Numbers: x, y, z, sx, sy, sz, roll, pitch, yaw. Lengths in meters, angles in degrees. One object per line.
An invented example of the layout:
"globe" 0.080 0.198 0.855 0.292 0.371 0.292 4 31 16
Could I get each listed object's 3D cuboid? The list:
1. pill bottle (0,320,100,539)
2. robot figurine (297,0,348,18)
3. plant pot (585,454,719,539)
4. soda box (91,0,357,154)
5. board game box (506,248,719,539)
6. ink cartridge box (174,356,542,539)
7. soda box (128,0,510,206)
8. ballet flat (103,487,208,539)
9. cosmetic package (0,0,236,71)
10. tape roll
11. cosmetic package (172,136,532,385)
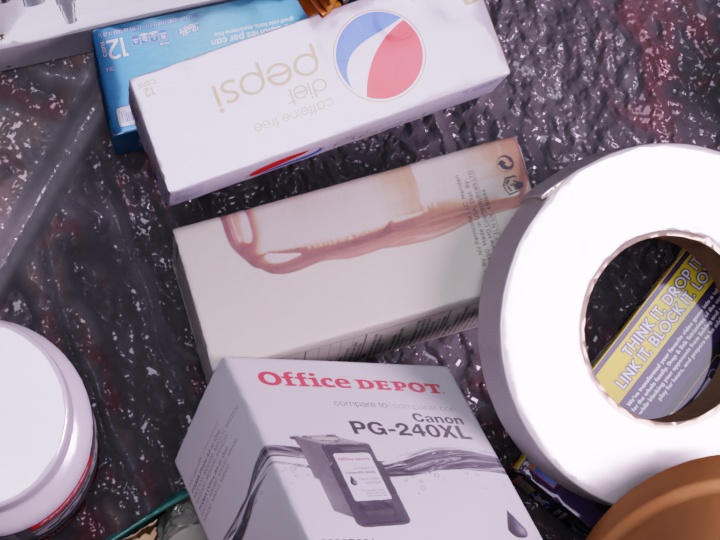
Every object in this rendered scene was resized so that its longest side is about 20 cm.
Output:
"pill bottle" -0.196 0.088 1.291 0.113 0.200 0.114 1 81 -4
"robot figurine" 0.026 -0.229 1.325 0.200 0.058 0.145 -36 85 -22
"plant pot" 0.194 0.204 1.229 0.199 0.140 0.201 2 100 9
"soda box" -0.051 -0.121 1.405 0.199 0.068 0.064 -12 84 -6
"board game box" 0.208 0.090 1.396 0.165 0.057 0.200 39 81 4
"ink cartridge box" 0.006 0.138 1.281 0.145 0.084 0.200 4 37 -28
"soda box" -0.024 -0.101 1.339 0.199 0.064 0.068 -20 87 -8
"ballet flat" -0.137 0.177 1.347 0.200 0.070 0.067 -35 85 -9
"cosmetic package" -0.122 -0.180 1.419 0.199 0.051 0.083 -14 83 -7
"tape roll" 0.161 0.031 1.329 0.202 0.037 0.204 0 89 -17
"cosmetic package" 0.000 0.000 1.373 0.199 0.103 0.088 -16 80 -9
